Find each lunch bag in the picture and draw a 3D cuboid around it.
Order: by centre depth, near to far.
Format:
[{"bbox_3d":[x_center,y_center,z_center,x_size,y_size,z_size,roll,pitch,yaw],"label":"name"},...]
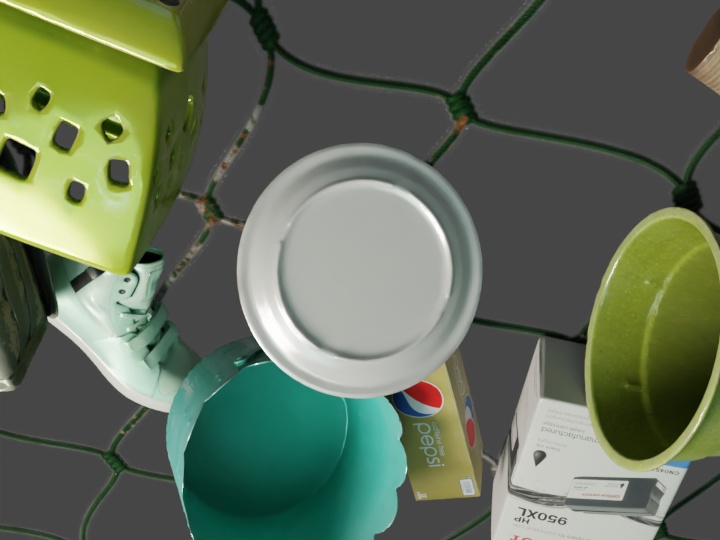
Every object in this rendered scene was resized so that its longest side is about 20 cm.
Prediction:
[{"bbox_3d":[-0.311,-0.013,0.861,0.117,0.200,0.165,-10,112,1],"label":"lunch bag"}]

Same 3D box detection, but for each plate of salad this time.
[{"bbox_3d":[0.000,0.000,0.880,0.198,0.048,0.202,0,91,-11],"label":"plate of salad"}]

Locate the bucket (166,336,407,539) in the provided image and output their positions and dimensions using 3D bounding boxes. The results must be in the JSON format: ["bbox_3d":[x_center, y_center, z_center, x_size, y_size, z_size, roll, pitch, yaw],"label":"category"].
[{"bbox_3d":[-0.070,0.155,0.953,0.206,0.135,0.209,-4,101,-18],"label":"bucket"}]

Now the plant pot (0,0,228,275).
[{"bbox_3d":[-0.202,-0.143,0.758,0.198,0.200,0.182,21,119,-7],"label":"plant pot"}]

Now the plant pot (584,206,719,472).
[{"bbox_3d":[0.304,0.070,0.857,0.189,0.201,0.201,12,129,-15],"label":"plant pot"}]

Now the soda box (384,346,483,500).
[{"bbox_3d":[0.062,0.113,0.988,0.063,0.068,0.201,-6,126,14],"label":"soda box"}]

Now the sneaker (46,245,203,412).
[{"bbox_3d":[-0.187,0.044,0.970,0.200,0.074,0.118,40,130,-17],"label":"sneaker"}]

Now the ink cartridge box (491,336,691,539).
[{"bbox_3d":[0.208,0.171,0.998,0.143,0.084,0.201,11,129,2],"label":"ink cartridge box"}]

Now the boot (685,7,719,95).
[{"bbox_3d":[0.332,-0.164,0.723,0.154,0.077,0.200,25,130,-8],"label":"boot"}]
